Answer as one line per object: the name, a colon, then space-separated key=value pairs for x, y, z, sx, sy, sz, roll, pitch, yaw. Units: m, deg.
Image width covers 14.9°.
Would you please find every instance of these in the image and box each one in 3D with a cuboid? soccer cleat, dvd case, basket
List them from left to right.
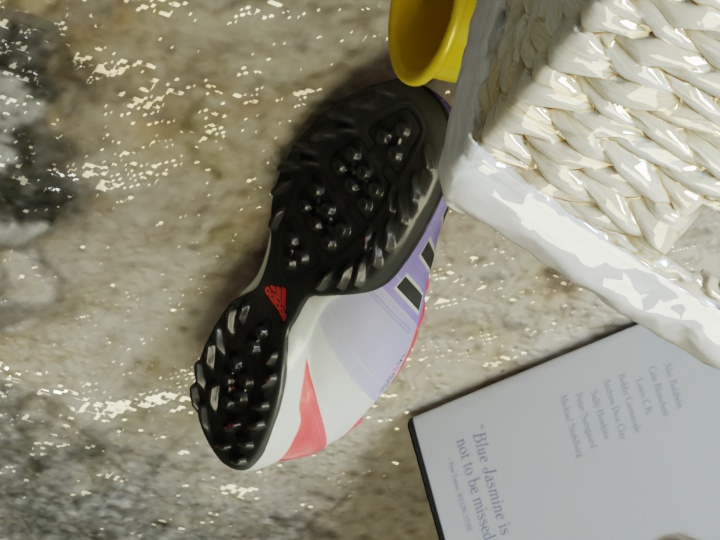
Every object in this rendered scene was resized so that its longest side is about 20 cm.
soccer cleat: x=0.000 y=0.000 z=1.061 sx=0.073 sy=0.068 sz=0.200 roll=-10 pitch=143 yaw=-37
dvd case: x=0.125 y=0.091 z=1.120 sx=0.199 sy=0.143 sz=0.018 roll=-23 pitch=156 yaw=18
basket: x=0.154 y=-0.081 z=0.848 sx=0.198 sy=0.200 sz=0.161 roll=30 pitch=126 yaw=-10

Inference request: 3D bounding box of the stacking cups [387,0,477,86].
stacking cups: x=0.110 y=-0.074 z=0.983 sx=0.199 sy=0.061 sz=0.061 roll=12 pitch=136 yaw=-23
